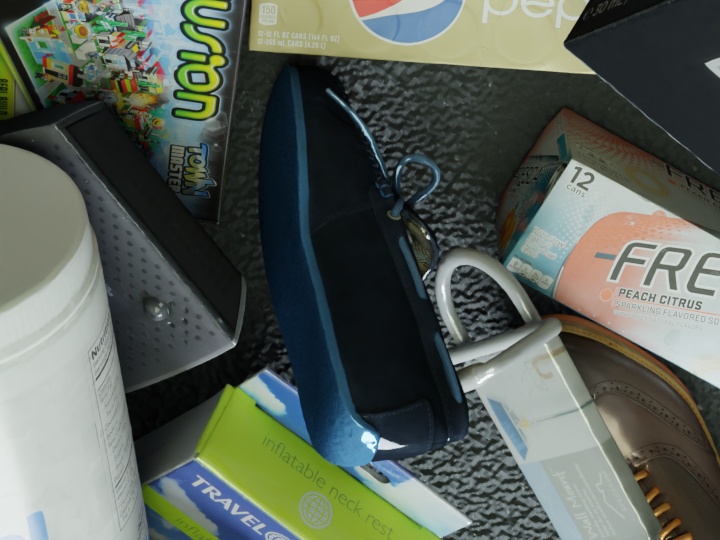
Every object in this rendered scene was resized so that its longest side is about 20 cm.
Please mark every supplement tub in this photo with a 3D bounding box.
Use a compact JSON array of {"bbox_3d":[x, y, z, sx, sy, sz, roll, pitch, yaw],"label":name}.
[{"bbox_3d":[-0.159,0.064,1.063,0.132,0.132,0.200,-5,128,2],"label":"supplement tub"}]

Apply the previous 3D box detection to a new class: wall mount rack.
[{"bbox_3d":[0.053,0.097,1.168,0.075,0.174,0.200,-31,95,-32],"label":"wall mount rack"}]

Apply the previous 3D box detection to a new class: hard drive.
[{"bbox_3d":[-0.144,-0.003,1.139,0.200,0.042,0.135,-18,118,46],"label":"hard drive"}]

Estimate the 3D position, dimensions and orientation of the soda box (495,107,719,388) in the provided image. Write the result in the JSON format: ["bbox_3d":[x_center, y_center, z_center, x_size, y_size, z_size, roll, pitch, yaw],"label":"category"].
[{"bbox_3d":[0.159,0.008,1.177,0.200,0.068,0.064,27,111,-11],"label":"soda box"}]

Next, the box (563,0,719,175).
[{"bbox_3d":[0.209,-0.143,0.998,0.124,0.200,0.197,38,71,-14],"label":"box"}]

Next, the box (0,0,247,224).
[{"bbox_3d":[-0.103,-0.099,1.098,0.110,0.035,0.200,7,143,-3],"label":"box"}]

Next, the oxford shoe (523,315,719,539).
[{"bbox_3d":[0.137,0.103,1.210,0.071,0.073,0.200,-37,109,15],"label":"oxford shoe"}]

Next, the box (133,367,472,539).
[{"bbox_3d":[-0.053,0.118,1.180,0.122,0.048,0.200,37,148,-15],"label":"box"}]

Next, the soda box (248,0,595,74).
[{"bbox_3d":[0.054,-0.127,1.121,0.199,0.064,0.068,4,114,-1],"label":"soda box"}]

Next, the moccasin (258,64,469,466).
[{"bbox_3d":[0.000,0.000,1.121,0.068,0.200,0.081,1,147,-17],"label":"moccasin"}]
